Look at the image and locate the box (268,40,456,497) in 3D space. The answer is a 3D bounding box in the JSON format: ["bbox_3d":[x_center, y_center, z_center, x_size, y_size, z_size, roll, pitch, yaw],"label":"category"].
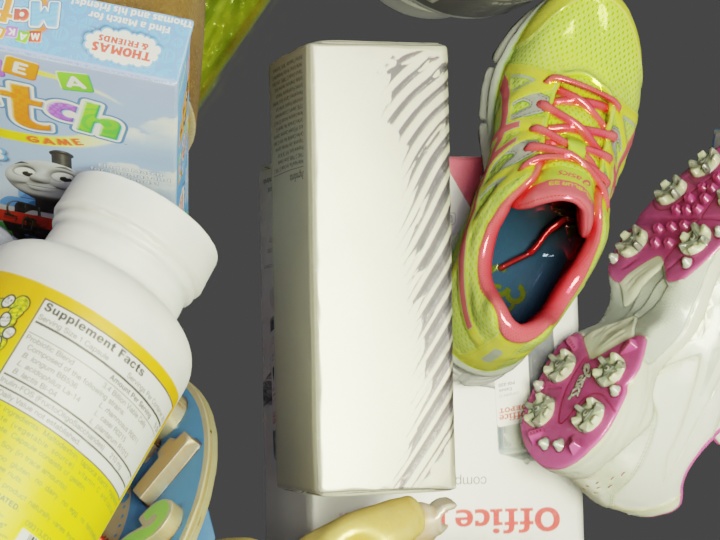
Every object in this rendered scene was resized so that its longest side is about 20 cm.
[{"bbox_3d":[0.000,0.000,1.166,0.068,0.082,0.202,-1,89,-15],"label":"box"}]

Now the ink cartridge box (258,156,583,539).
[{"bbox_3d":[0.029,0.046,1.257,0.144,0.085,0.202,-1,89,-17],"label":"ink cartridge box"}]

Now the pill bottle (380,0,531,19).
[{"bbox_3d":[0.063,-0.181,1.219,0.112,0.200,0.114,1,87,-17],"label":"pill bottle"}]

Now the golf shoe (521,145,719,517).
[{"bbox_3d":[0.157,0.027,1.235,0.091,0.075,0.201,42,77,-30],"label":"golf shoe"}]

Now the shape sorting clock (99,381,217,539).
[{"bbox_3d":[-0.141,0.125,1.141,0.200,0.200,0.039,-50,120,-13],"label":"shape sorting clock"}]

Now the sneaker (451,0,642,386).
[{"bbox_3d":[0.092,-0.043,1.192,0.078,0.090,0.201,20,78,-13],"label":"sneaker"}]

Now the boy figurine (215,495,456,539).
[{"bbox_3d":[0.006,0.161,1.140,0.198,0.064,0.125,5,94,-13],"label":"boy figurine"}]

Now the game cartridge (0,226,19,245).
[{"bbox_3d":[-0.230,0.016,1.130,0.199,0.040,0.134,25,92,-19],"label":"game cartridge"}]

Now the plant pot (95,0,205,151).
[{"bbox_3d":[-0.146,-0.171,1.178,0.185,0.186,0.201,18,66,-15],"label":"plant pot"}]

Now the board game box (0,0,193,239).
[{"bbox_3d":[-0.150,-0.062,1.128,0.150,0.200,0.037,12,65,1],"label":"board game box"}]

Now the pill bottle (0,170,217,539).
[{"bbox_3d":[-0.138,0.060,1.082,0.104,0.104,0.201,34,68,-13],"label":"pill bottle"}]

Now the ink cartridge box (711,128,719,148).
[{"bbox_3d":[0.285,0.003,1.317,0.198,0.125,0.130,11,84,-16],"label":"ink cartridge box"}]
